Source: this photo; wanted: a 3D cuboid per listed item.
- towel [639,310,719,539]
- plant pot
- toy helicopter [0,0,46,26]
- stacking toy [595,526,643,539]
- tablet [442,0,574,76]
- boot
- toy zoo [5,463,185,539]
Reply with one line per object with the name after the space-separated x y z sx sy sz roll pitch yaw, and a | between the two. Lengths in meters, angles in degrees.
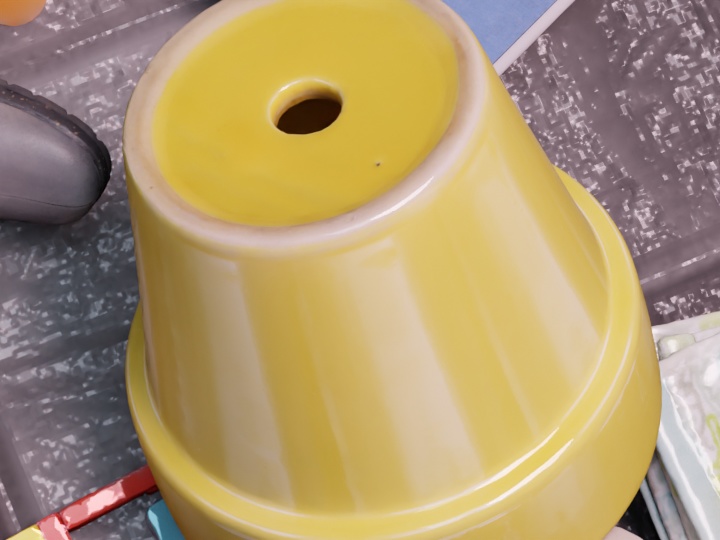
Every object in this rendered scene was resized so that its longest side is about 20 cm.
0.203 0.099 1.078 0.171 0.048 0.200 -16 79 -25 | towel
0.000 0.000 0.984 0.200 0.189 0.201 -8 49 9 | plant pot
-0.140 -0.187 1.041 0.079 0.200 0.133 -13 62 -10 | toy helicopter
0.042 0.196 1.028 0.200 0.146 0.146 -22 80 4 | stacking toy
0.045 -0.154 1.123 0.130 0.014 0.200 37 63 16 | tablet
-0.205 -0.017 1.040 0.199 0.070 0.132 9 48 6 | boot
-0.090 0.153 1.061 0.200 0.020 0.131 -28 82 -12 | toy zoo
